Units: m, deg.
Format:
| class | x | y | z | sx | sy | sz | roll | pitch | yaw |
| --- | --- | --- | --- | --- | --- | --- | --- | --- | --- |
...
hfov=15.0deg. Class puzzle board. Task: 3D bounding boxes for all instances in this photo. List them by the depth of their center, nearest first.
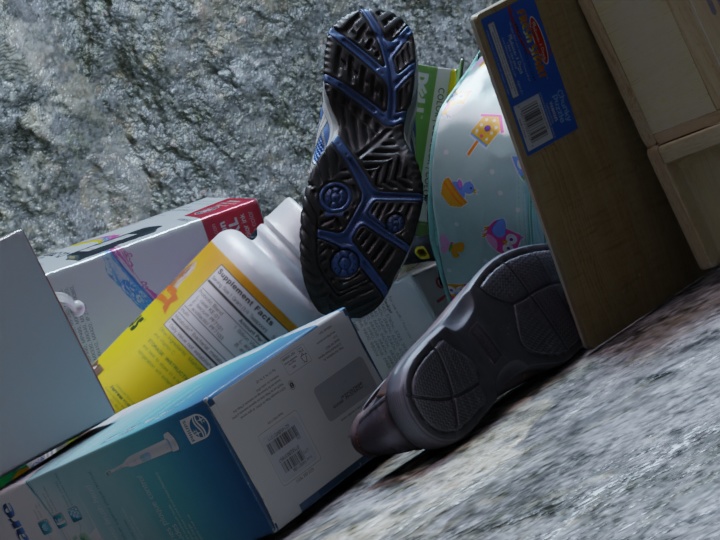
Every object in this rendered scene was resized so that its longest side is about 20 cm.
| class | x | y | z | sx | sy | sz | roll | pitch | yaw |
| --- | --- | --- | --- | --- | --- | --- | --- | --- | --- |
| puzzle board | 0.142 | -0.076 | 1.562 | 0.150 | 0.201 | 0.017 | -30 | 15 | -38 |

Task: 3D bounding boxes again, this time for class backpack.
| class | x | y | z | sx | sy | sz | roll | pitch | yaw |
| --- | --- | --- | --- | --- | --- | --- | --- | --- | --- |
| backpack | 0.124 | -0.061 | 1.673 | 0.152 | 0.177 | 0.200 | 11 | 38 | 29 |

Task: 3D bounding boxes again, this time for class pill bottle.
| class | x | y | z | sx | sy | sz | roll | pitch | yaw |
| --- | --- | --- | --- | --- | --- | --- | --- | --- | --- |
| pill bottle | -0.087 | 0.052 | 1.725 | 0.200 | 0.109 | 0.109 | -46 | 5 | -1 |

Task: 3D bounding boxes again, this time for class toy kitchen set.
| class | x | y | z | sx | sy | sz | roll | pitch | yaw |
| --- | --- | --- | --- | --- | --- | --- | --- | --- | --- |
| toy kitchen set | 0.272 | -0.130 | 1.547 | 0.200 | 0.181 | 0.163 | -30 | 6 | -40 |

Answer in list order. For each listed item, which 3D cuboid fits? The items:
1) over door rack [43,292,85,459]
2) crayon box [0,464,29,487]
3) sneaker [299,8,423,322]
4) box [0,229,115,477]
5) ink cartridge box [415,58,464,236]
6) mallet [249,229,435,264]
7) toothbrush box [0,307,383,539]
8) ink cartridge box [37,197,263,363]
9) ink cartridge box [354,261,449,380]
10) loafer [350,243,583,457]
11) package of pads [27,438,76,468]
| class | x | y | z | sx | sy | sz | roll | pitch | yaw |
| --- | --- | --- | --- | --- | --- | --- | --- | --- | --- |
| over door rack | -0.248 | 0.126 | 1.903 | 0.066 | 0.148 | 0.200 | 19 | -43 | -42 |
| crayon box | -0.233 | 0.129 | 2.082 | 0.200 | 0.058 | 0.119 | -26 | -19 | -47 |
| sneaker | 0.005 | -0.058 | 1.680 | 0.075 | 0.201 | 0.077 | 7 | -23 | 5 |
| box | -0.238 | 0.065 | 1.651 | 0.097 | 0.125 | 0.200 | -27 | 0 | -20 |
| ink cartridge box | 0.029 | -0.079 | 1.801 | 0.059 | 0.105 | 0.200 | 9 | -5 | 0 |
| mallet | 0.000 | 0.000 | 1.784 | 0.041 | 0.066 | 0.199 | -34 | 22 | -30 |
| toothbrush box | -0.096 | 0.112 | 1.554 | 0.199 | 0.086 | 0.146 | -24 | 6 | 37 |
| ink cartridge box | -0.174 | 0.015 | 2.043 | 0.199 | 0.083 | 0.146 | -20 | 8 | -18 |
| ink cartridge box | 0.031 | 0.033 | 1.832 | 0.199 | 0.068 | 0.116 | -25 | 6 | 35 |
| loafer | 0.062 | 0.044 | 1.522 | 0.063 | 0.072 | 0.200 | -29 | 5 | 42 |
| package of pads | -0.135 | 0.096 | 1.948 | 0.154 | 0.068 | 0.200 | -31 | -6 | -44 |
